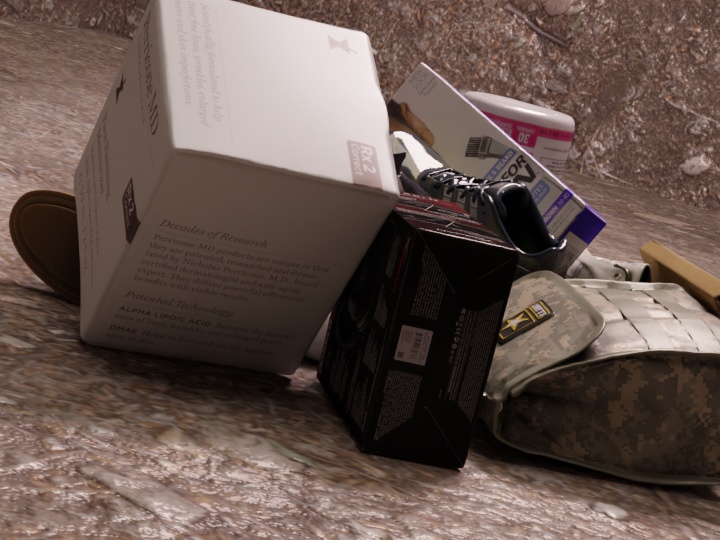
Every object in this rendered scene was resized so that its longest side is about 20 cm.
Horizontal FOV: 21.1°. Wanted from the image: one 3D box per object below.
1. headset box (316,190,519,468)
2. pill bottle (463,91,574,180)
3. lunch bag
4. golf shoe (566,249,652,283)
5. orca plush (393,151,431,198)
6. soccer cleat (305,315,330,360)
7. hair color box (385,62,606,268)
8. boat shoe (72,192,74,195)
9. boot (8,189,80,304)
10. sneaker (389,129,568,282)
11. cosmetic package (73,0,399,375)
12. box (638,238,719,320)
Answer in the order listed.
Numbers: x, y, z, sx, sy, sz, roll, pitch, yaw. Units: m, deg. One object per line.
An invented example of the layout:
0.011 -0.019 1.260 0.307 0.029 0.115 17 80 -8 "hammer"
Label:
0.032 0.031 1.322 0.077 0.150 0.200 12 9 -12 "headset box"
0.129 -0.063 1.866 0.113 0.201 0.113 13 9 -2 "pill bottle"
0.162 0.073 1.380 0.199 0.118 0.164 4 15 -13 "lunch bag"
0.202 0.016 1.579 0.078 0.097 0.201 10 41 -40 "golf shoe"
0.030 -0.009 1.461 0.200 0.105 0.071 53 2 -30 "orca plush"
0.000 0.000 1.517 0.077 0.069 0.200 31 48 -3 "soccer cleat"
0.091 -0.065 1.588 0.200 0.109 0.065 44 7 28 "hair color box"
-0.188 -0.055 1.599 0.063 0.071 0.200 21 -19 -22 "boat shoe"
-0.165 -0.008 1.517 0.199 0.074 0.155 26 11 9 "boot"
0.091 -0.048 1.494 0.200 0.081 0.074 43 46 20 "sneaker"
-0.092 -0.059 1.346 0.164 0.200 0.166 10 45 -22 "cosmetic package"
0.282 0.067 1.511 0.021 0.164 0.200 -26 13 -2 "box"
